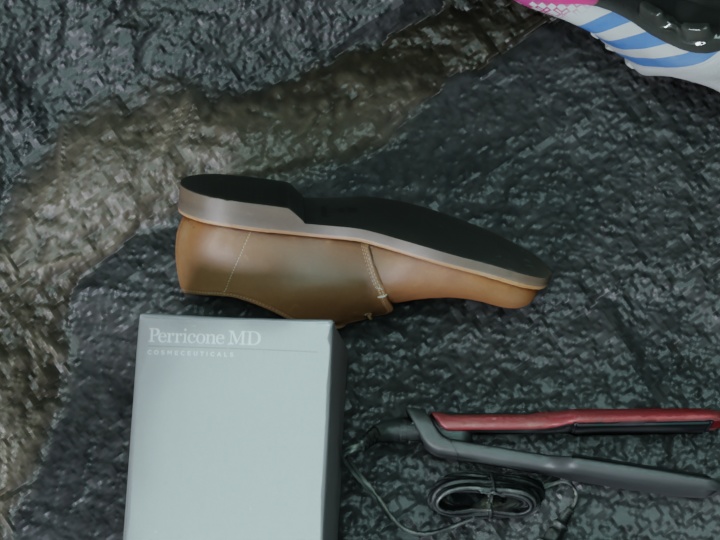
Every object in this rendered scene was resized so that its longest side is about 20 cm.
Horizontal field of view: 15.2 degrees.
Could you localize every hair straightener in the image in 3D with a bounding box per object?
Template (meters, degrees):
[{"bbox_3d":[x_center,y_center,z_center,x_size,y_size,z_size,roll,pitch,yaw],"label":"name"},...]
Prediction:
[{"bbox_3d":[0.090,0.108,1.390,0.199,0.041,0.077,2,77,-4],"label":"hair straightener"}]

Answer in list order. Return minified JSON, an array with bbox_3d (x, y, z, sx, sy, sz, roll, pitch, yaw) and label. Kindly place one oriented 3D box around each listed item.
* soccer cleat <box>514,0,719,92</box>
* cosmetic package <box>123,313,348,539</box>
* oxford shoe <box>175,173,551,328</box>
[{"bbox_3d":[0.132,-0.144,1.443,0.200,0.086,0.070,31,73,32],"label":"soccer cleat"},{"bbox_3d":[-0.064,0.125,1.374,0.106,0.090,0.201,0,80,5],"label":"cosmetic package"},{"bbox_3d":[0.000,0.000,1.421,0.199,0.071,0.072,10,105,4],"label":"oxford shoe"}]
